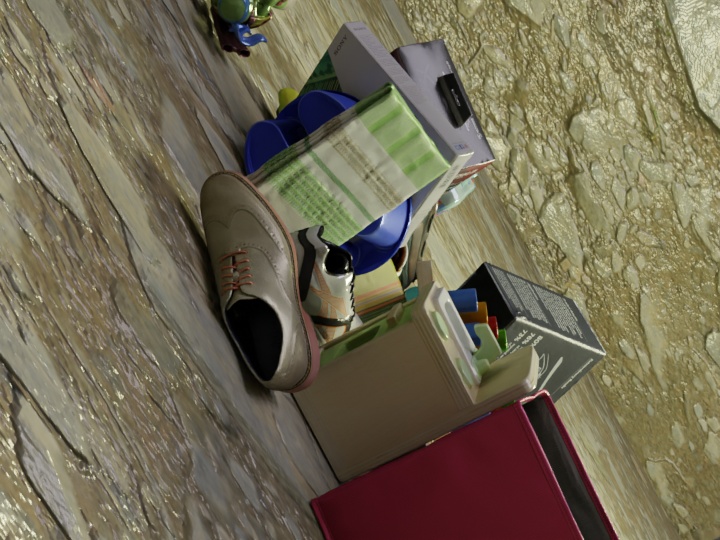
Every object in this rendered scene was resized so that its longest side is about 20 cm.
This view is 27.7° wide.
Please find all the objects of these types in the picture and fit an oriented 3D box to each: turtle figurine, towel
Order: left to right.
[{"bbox_3d":[-0.126,-0.354,1.651,0.194,0.143,0.202,-66,132,-79],"label":"turtle figurine"},{"bbox_3d":[-0.026,-0.085,1.380,0.149,0.199,0.031,46,13,-54],"label":"towel"},{"bbox_3d":[0.000,0.000,1.587,0.085,0.018,0.202,-19,87,-37],"label":"towel"}]

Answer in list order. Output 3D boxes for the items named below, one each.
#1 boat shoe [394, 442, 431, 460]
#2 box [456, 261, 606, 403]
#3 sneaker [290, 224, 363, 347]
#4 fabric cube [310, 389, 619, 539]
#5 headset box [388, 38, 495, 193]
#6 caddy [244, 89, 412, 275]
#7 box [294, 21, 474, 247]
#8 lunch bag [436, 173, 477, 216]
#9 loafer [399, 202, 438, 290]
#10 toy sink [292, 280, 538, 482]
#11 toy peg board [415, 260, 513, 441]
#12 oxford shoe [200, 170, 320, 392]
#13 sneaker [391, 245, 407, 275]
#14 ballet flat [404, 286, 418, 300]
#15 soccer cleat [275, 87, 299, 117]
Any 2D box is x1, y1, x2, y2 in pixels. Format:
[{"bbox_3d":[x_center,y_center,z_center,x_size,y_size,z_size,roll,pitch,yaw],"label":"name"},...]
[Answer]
[{"bbox_3d":[0.068,0.225,1.428,0.074,0.075,0.202,46,22,-63],"label":"boat shoe"},{"bbox_3d":[0.195,0.097,1.896,0.199,0.148,0.105,22,31,-43],"label":"box"},{"bbox_3d":[-0.030,0.026,1.417,0.200,0.079,0.074,49,18,-54],"label":"sneaker"},{"bbox_3d":[0.105,0.237,1.263,0.198,0.198,0.200,64,12,8],"label":"fabric cube"},{"bbox_3d":[0.051,-0.150,1.604,0.075,0.200,0.150,-17,80,-38],"label":"headset box"},{"bbox_3d":[-0.032,-0.092,1.509,0.202,0.140,0.105,66,17,9],"label":"caddy"},{"bbox_3d":[0.014,-0.143,1.546,0.036,0.145,0.201,-12,57,-49],"label":"box"},{"bbox_3d":[0.073,-0.103,1.921,0.078,0.159,0.200,62,13,-5],"label":"lunch bag"},{"bbox_3d":[0.062,-0.031,1.796,0.200,0.062,0.072,96,-31,-65],"label":"loafer"},{"bbox_3d":[0.051,0.087,1.341,0.113,0.198,0.130,62,13,-6],"label":"toy sink"},{"bbox_3d":[0.120,0.116,1.584,0.200,0.097,0.202,80,4,-65],"label":"toy peg board"},{"bbox_3d":[-0.091,0.005,1.225,0.202,0.070,0.074,66,15,11],"label":"oxford shoe"},{"bbox_3d":[0.027,-0.003,1.706,0.073,0.084,0.200,62,11,5],"label":"sneaker"},{"bbox_3d":[0.083,0.109,1.776,0.071,0.070,0.201,51,19,-45],"label":"ballet flat"},{"bbox_3d":[-0.033,-0.130,1.711,0.202,0.083,0.065,63,11,-3],"label":"soccer cleat"}]
